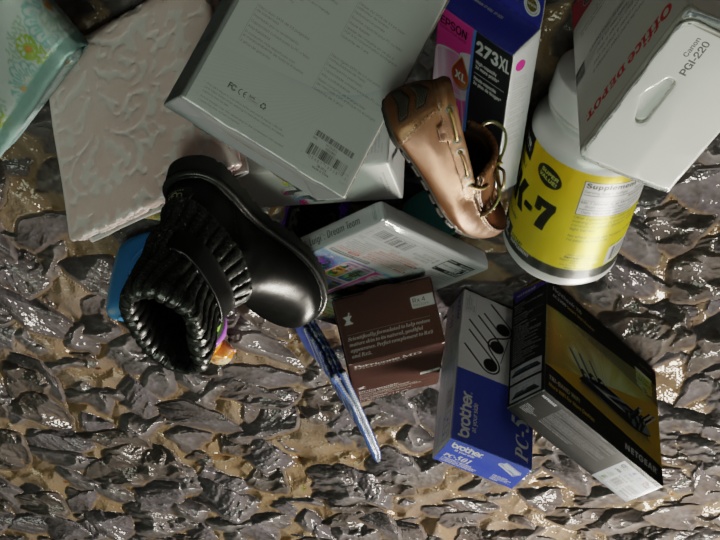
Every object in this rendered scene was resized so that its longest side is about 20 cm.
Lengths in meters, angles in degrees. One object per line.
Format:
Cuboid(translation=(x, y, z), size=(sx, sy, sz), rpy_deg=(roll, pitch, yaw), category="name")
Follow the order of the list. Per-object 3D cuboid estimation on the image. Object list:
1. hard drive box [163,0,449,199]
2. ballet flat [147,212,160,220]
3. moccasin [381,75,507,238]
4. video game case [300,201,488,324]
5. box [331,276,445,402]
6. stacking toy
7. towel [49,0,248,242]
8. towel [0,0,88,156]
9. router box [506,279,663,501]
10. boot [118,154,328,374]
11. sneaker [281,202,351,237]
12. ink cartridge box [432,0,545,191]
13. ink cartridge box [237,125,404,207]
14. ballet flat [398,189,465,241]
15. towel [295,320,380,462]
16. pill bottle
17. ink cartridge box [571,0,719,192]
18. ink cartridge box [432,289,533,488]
Cuboid(translation=(-0.040, -0.182, 0.920), size=(0.155, 0.201, 0.077), rpy_deg=(31, 172, -19), category="hard drive box")
Cuboid(translation=(-0.202, -0.082, 1.152), size=(0.198, 0.071, 0.071), rpy_deg=(8, 136, 2), category="ballet flat")
Cuboid(translation=(0.086, -0.092, 0.944), size=(0.077, 0.074, 0.202), rpy_deg=(-23, 139, 13), category="moccasin")
Cuboid(translation=(0.000, 0.000, 1.093), size=(0.181, 0.024, 0.199), rpy_deg=(-23, 156, 28), category="video game case")
Cuboid(translation=(0.030, 0.076, 1.170), size=(0.099, 0.076, 0.200), rpy_deg=(-13, 162, -2), category="box")
Cuboid(translation=(-0.190, 0.053, 1.268), size=(0.115, 0.111, 0.201), rpy_deg=(-8, 144, 14), category="stacking toy")
Cuboid(translation=(-0.194, -0.143, 1.015), size=(0.199, 0.193, 0.032), rpy_deg=(-20, 163, 27), category="towel")
Cuboid(translation=(-0.354, -0.206, 1.030), size=(0.171, 0.048, 0.200), rpy_deg=(46, 128, -8), category="towel")
Cuboid(translation=(0.240, 0.126, 1.207), size=(0.200, 0.158, 0.052), rpy_deg=(38, 129, -26), category="router box")
Cuboid(translation=(-0.110, 0.025, 0.942), size=(0.079, 0.159, 0.211), rpy_deg=(-21, 133, 29), category="boot")
Cuboid(translation=(-0.045, -0.046, 1.127), size=(0.069, 0.100, 0.201), rpy_deg=(12, 136, -5), category="sneaker")
Cuboid(translation=(0.106, -0.169, 0.988), size=(0.095, 0.037, 0.201), rpy_deg=(43, 146, 33), category="ink cartridge box")
Cuboid(translation=(-0.061, -0.124, 1.034), size=(0.198, 0.116, 0.068), rpy_deg=(-2, 154, 14), category="ink cartridge box")
Cuboid(translation=(0.056, -0.033, 1.162), size=(0.199, 0.071, 0.065), rpy_deg=(-24, 153, 33), category="ballet flat")
Cuboid(translation=(-0.040, 0.097, 1.218), size=(0.024, 0.200, 0.145), rpy_deg=(-28, 131, -6), category="towel")
Cuboid(translation=(0.201, -0.093, 1.026), size=(0.113, 0.115, 0.201), rpy_deg=(9, 135, 1), category="pill bottle")
Cuboid(translation=(0.233, -0.184, 0.867), size=(0.084, 0.201, 0.146), rpy_deg=(21, 135, -11), category="ink cartridge box")
Cuboid(translation=(0.133, 0.120, 1.189), size=(0.093, 0.201, 0.044), rpy_deg=(22, 135, -13), category="ink cartridge box")
